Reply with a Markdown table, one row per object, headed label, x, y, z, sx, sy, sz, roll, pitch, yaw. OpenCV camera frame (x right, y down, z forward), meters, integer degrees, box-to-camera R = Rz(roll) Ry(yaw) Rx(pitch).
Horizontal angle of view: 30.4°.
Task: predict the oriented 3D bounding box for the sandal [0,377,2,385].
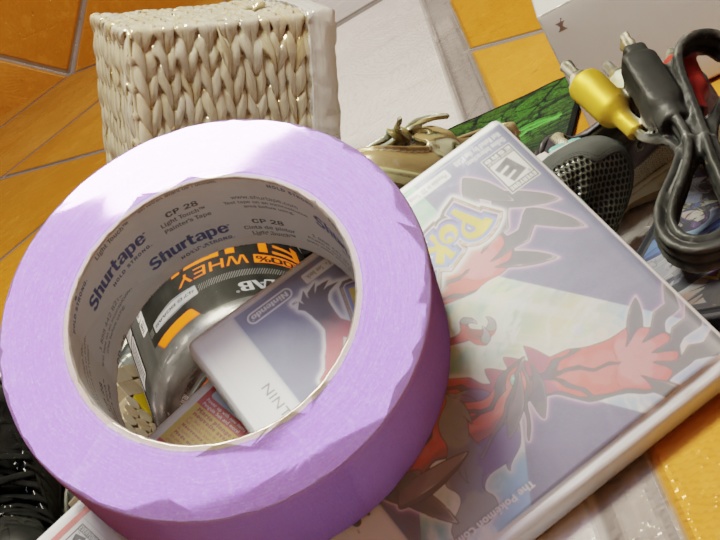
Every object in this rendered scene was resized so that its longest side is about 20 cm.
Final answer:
| label | x | y | z | sx | sy | sz | roll | pitch | yaw |
| --- | --- | --- | --- | --- | --- | --- | --- | --- | --- |
| sandal | -0.229 | 0.148 | 0.803 | 0.057 | 0.080 | 0.201 | -8 | 57 | 37 |

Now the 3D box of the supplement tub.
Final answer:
| label | x | y | z | sx | sy | sz | roll | pitch | yaw |
| --- | --- | --- | --- | --- | --- | --- | --- | --- | --- |
| supplement tub | -0.076 | 0.039 | 0.793 | 0.122 | 0.123 | 0.200 | -33 | 37 | -1 |

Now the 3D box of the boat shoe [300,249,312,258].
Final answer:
| label | x | y | z | sx | sy | sz | roll | pitch | yaw |
| --- | --- | --- | --- | --- | --- | --- | --- | --- | --- |
| boat shoe | 0.000 | 0.000 | 0.850 | 0.200 | 0.057 | 0.067 | -21 | 34 | 57 |

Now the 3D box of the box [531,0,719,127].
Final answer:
| label | x | y | z | sx | sy | sz | roll | pitch | yaw |
| --- | --- | --- | --- | --- | --- | --- | --- | --- | --- |
| box | 0.200 | -0.202 | 0.998 | 0.124 | 0.098 | 0.200 | -24 | 22 | 14 |

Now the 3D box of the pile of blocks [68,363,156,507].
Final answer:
| label | x | y | z | sx | sy | sz | roll | pitch | yaw |
| --- | --- | --- | --- | --- | --- | --- | --- | --- | --- |
| pile of blocks | -0.133 | 0.132 | 0.773 | 0.062 | 0.082 | 0.200 | -48 | 26 | 13 |

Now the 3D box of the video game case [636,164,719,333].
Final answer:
| label | x | y | z | sx | sy | sz | roll | pitch | yaw |
| --- | --- | --- | --- | --- | --- | --- | --- | --- | --- |
| video game case | 0.232 | -0.027 | 0.668 | 0.200 | 0.026 | 0.181 | -13 | 29 | 42 |

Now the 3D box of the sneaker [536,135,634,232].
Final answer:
| label | x | y | z | sx | sy | sz | roll | pitch | yaw |
| --- | --- | --- | --- | --- | --- | --- | --- | --- | --- |
| sneaker | 0.105 | 0.003 | 0.720 | 0.200 | 0.078 | 0.091 | -53 | 24 | -23 |

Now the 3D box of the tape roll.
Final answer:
| label | x | y | z | sx | sy | sz | roll | pitch | yaw |
| --- | --- | --- | --- | --- | --- | --- | --- | --- | --- |
| tape roll | -0.061 | 0.030 | 0.615 | 0.200 | 0.066 | 0.201 | -6 | 60 | 10 |

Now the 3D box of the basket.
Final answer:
| label | x | y | z | sx | sy | sz | roll | pitch | yaw |
| --- | --- | --- | --- | --- | --- | --- | --- | --- | --- |
| basket | -0.115 | -0.110 | 1.048 | 0.160 | 0.200 | 0.198 | -9 | 17 | -17 |

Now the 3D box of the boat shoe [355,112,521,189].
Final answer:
| label | x | y | z | sx | sy | sz | roll | pitch | yaw |
| --- | --- | --- | --- | --- | --- | --- | --- | --- | --- |
| boat shoe | 0.046 | -0.068 | 0.843 | 0.073 | 0.063 | 0.200 | -6 | -2 | 32 |

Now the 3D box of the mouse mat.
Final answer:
| label | x | y | z | sx | sy | sz | roll | pitch | yaw |
| --- | --- | --- | --- | --- | --- | --- | --- | --- | --- |
| mouse mat | 0.083 | -0.090 | 1.052 | 0.200 | 0.008 | 0.161 | -23 | 23 | 27 |

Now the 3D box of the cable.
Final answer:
| label | x | y | z | sx | sy | sz | roll | pitch | yaw |
| --- | --- | --- | --- | --- | --- | --- | --- | --- | --- |
| cable | 0.180 | -0.069 | 0.726 | 0.097 | 0.050 | 0.200 | -10 | 47 | -2 |

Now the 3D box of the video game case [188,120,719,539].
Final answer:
| label | x | y | z | sx | sy | sz | roll | pitch | yaw |
| --- | --- | --- | --- | --- | --- | --- | --- | --- | --- |
| video game case | 0.045 | 0.042 | 0.635 | 0.200 | 0.023 | 0.182 | -36 | 61 | -10 |

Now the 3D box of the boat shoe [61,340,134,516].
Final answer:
| label | x | y | z | sx | sy | sz | roll | pitch | yaw |
| --- | --- | --- | --- | --- | --- | --- | --- | --- | --- |
| boat shoe | -0.144 | 0.093 | 0.889 | 0.068 | 0.072 | 0.200 | -1 | 42 | 46 |

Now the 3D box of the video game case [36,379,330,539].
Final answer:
| label | x | y | z | sx | sy | sz | roll | pitch | yaw |
| --- | --- | --- | --- | --- | --- | --- | --- | --- | --- |
| video game case | -0.038 | 0.110 | 0.636 | 0.143 | 0.017 | 0.200 | 36 | 66 | 25 |

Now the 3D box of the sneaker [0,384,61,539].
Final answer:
| label | x | y | z | sx | sy | sz | roll | pitch | yaw |
| --- | --- | --- | --- | --- | --- | --- | --- | --- | --- |
| sneaker | -0.182 | 0.148 | 0.713 | 0.060 | 0.200 | 0.104 | -2 | -20 | -22 |

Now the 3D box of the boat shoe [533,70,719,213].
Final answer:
| label | x | y | z | sx | sy | sz | roll | pitch | yaw |
| --- | --- | --- | --- | --- | --- | --- | --- | --- | --- |
| boat shoe | 0.135 | -0.058 | 0.820 | 0.200 | 0.065 | 0.072 | -32 | 24 | 5 |
